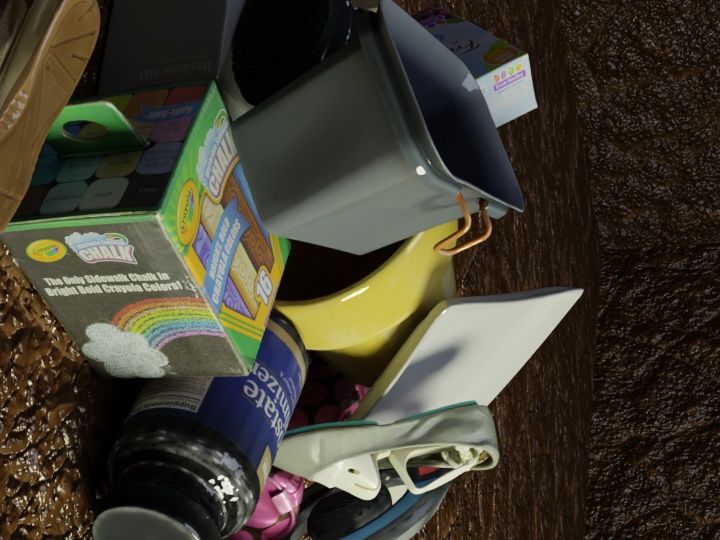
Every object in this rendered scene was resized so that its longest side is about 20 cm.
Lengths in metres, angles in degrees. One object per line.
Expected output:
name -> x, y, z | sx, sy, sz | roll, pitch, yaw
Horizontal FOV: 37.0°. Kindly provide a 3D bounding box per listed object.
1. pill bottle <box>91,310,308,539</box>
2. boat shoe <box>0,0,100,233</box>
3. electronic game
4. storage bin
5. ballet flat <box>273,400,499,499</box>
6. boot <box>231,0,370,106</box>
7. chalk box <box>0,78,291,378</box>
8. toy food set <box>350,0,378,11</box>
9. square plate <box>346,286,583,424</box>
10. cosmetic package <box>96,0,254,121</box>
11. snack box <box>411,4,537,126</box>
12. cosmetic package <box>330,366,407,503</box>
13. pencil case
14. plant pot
pill bottle -> -0.114, 0.121, 0.777 | 0.201, 0.110, 0.113 | -70, 150, -49
boat shoe -> -0.219, -0.081, 0.591 | 0.072, 0.071, 0.202 | 78, 35, -74
electronic game -> -0.010, 0.209, 0.934 | 0.042, 0.198, 0.200 | 64, 24, -8
storage bin -> 0.014, -0.070, 0.734 | 0.200, 0.133, 0.147 | 10, 58, -65
ballet flat -> 0.021, 0.149, 0.859 | 0.068, 0.197, 0.064 | 117, -38, -59
boot -> -0.027, -0.152, 0.825 | 0.163, 0.072, 0.200 | 63, 26, -47
chalk box -> -0.144, -0.039, 0.705 | 0.201, 0.123, 0.125 | 69, 26, -43
toy food set -> -0.065, -0.311, 0.943 | 0.061, 0.142, 0.201 | -76, 155, -47
square plate -> 0.079, 0.084, 0.936 | 0.199, 0.199, 0.029 | -4, 49, -46
cosmetic package -> -0.124, -0.204, 0.820 | 0.090, 0.105, 0.202 | 49, 40, -58
snack box -> 0.061, -0.195, 1.124 | 0.200, 0.167, 0.068 | 47, -19, 52
cosmetic package -> 0.013, 0.185, 1.162 | 0.201, 0.086, 0.104 | 59, 32, -51
pencil case -> -0.062, 0.156, 0.947 | 0.200, 0.092, 0.092 | -55, 137, -59
plant pot -> 0.000, 0.000, 0.934 | 0.189, 0.198, 0.203 | 58, 34, -49
